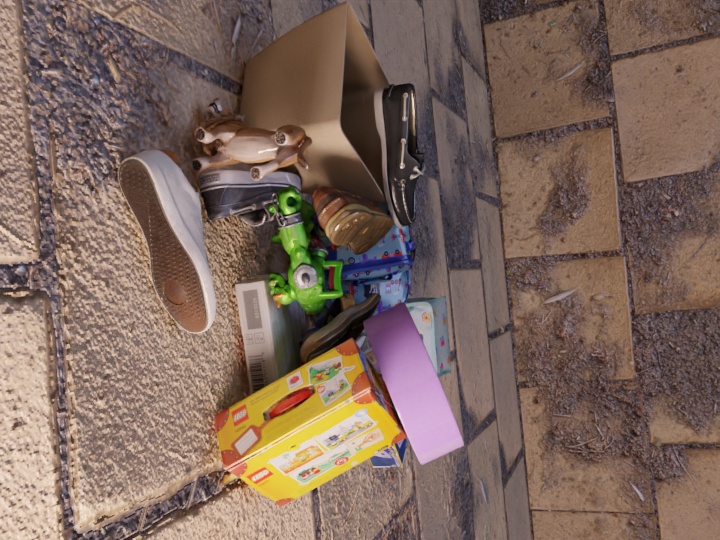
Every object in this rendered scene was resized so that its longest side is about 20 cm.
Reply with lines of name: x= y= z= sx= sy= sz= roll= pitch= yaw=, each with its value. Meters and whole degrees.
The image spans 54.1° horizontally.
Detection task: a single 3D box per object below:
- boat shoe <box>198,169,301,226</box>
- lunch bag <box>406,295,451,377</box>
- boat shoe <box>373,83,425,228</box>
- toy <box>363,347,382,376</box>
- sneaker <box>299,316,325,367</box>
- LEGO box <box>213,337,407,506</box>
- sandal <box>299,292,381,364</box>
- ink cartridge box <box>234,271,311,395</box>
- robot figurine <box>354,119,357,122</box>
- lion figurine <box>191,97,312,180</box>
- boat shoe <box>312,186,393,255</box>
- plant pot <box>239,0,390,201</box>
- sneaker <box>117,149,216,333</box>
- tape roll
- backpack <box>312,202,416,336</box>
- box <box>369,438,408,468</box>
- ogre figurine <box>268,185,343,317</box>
boat shoe: x=-0.139 y=-0.093 z=0.936 sx=0.199 sy=0.070 sz=0.070 roll=-12 pitch=94 yaw=-66
lunch bag: x=0.106 y=0.144 z=1.449 sx=0.198 sy=0.119 sz=0.176 roll=-4 pitch=90 yaw=-61
boat shoe: x=0.063 y=-0.164 z=1.017 sx=0.076 sy=0.059 sz=0.206 roll=-46 pitch=128 yaw=-65
toy: x=-0.009 y=0.190 z=1.027 sx=0.197 sy=0.047 sz=0.116 roll=-26 pitch=71 yaw=-33
sneaker: x=-0.062 y=0.125 z=0.993 sx=0.080 sy=0.074 sz=0.200 roll=60 pitch=16 yaw=-10
LEGO box: x=-0.058 y=0.194 z=0.879 sx=0.150 sy=0.197 sz=0.078 roll=57 pitch=6 yaw=-49
sandal: x=-0.029 y=0.067 z=0.967 sx=0.199 sy=0.054 sz=0.081 roll=-27 pitch=153 yaw=-57
ink cartridge box: x=-0.116 y=0.085 z=1.007 sx=0.200 sy=0.049 sz=0.167 roll=-28 pitch=111 yaw=-80
robot figurine: x=-0.014 y=-0.190 z=1.199 sx=0.175 sy=0.114 sz=0.203 roll=45 pitch=-23 yaw=37
lion figurine: x=-0.122 y=-0.151 z=0.842 sx=0.122 sy=0.195 sz=0.074 roll=-34 pitch=136 yaw=-59
boat shoe: x=-0.009 y=-0.072 z=0.948 sx=0.068 sy=0.072 sz=0.200 roll=50 pitch=10 yaw=15
plant pot: x=-0.067 y=-0.220 z=1.012 sx=0.200 sy=0.172 sz=0.206 roll=47 pitch=41 yaw=-59
sneaker: x=-0.192 y=-0.036 z=0.778 sx=0.085 sy=0.071 sz=0.205 roll=-46 pitch=125 yaw=-60
tape roll: x=0.070 y=0.149 z=0.942 sx=0.200 sy=0.064 sz=0.205 roll=157 pitch=-89 yaw=-90
backpack: x=0.000 y=0.000 z=1.103 sx=0.134 sy=0.177 sz=0.207 roll=162 pitch=-76 yaw=-70
box: x=0.031 y=0.269 z=1.290 sx=0.071 sy=0.063 sz=0.204 roll=-68 pitch=145 yaw=-51
ogre figurine: x=-0.075 y=-0.016 z=0.920 sx=0.201 sy=0.095 sz=0.123 roll=124 pitch=-44 yaw=-61
